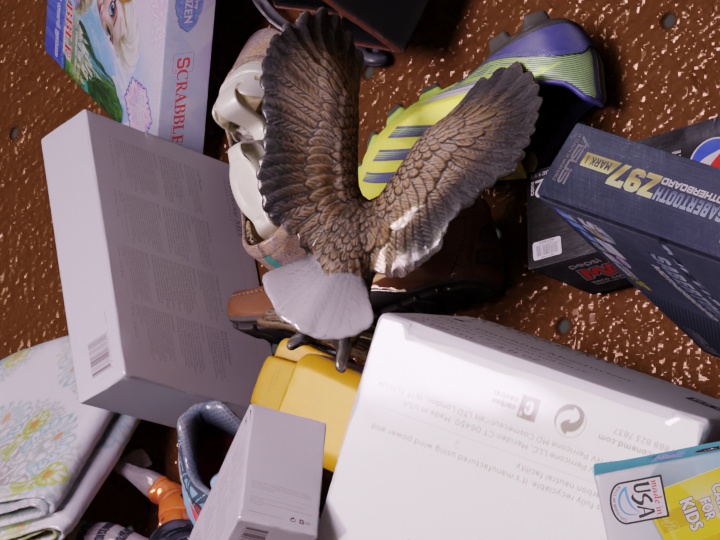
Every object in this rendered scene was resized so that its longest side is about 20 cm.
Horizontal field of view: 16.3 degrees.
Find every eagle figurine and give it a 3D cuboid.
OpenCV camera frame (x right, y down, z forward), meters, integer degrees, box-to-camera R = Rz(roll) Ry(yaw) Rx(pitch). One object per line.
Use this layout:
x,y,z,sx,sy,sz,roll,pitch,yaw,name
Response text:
0.004,-0.047,1.510,0.151,0.151,0.201,29,105,50,eagle figurine

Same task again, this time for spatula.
-0.052,-0.175,1.747,0.200,0.056,0.021,29,125,37,spatula

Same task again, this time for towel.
-0.224,0.118,1.753,0.171,0.048,0.200,-13,35,39,towel

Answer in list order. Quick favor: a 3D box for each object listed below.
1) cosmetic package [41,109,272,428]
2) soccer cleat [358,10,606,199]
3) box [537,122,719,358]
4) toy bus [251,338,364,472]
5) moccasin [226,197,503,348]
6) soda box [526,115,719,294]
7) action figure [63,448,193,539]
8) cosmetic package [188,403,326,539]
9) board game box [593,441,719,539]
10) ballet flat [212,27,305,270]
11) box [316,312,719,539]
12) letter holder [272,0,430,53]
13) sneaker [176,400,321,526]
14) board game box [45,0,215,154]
-0.133,0.006,1.686,0.052,0.150,0.201,-31,57,34,cosmetic package
0.072,-0.081,1.581,0.200,0.065,0.084,-38,56,28,soccer cleat
0.207,0.006,1.331,0.157,0.200,0.051,22,78,44,box
0.016,0.103,1.550,0.199,0.078,0.065,23,94,29,toy bus
-0.001,0.000,1.616,0.201,0.073,0.078,-20,64,36,moccasin
0.194,-0.042,1.449,0.199,0.071,0.064,-15,66,39,soda box
-0.126,0.221,1.648,0.193,0.104,0.201,15,84,55,action figure
-0.071,0.173,1.439,0.200,0.050,0.083,115,163,-45,cosmetic package
0.229,0.155,1.265,0.199,0.047,0.152,-12,92,6,board game box
-0.066,-0.089,1.711,0.068,0.067,0.201,-33,56,31,ballet flat
0.092,0.145,1.391,0.198,0.131,0.201,18,94,22,box
0.000,-0.260,1.659,0.142,0.100,0.201,15,76,56,letter holder
-0.062,0.158,1.537,0.079,0.096,0.200,-32,50,-14,sneaker
-0.165,-0.210,1.789,0.199,0.041,0.201,43,135,48,board game box
